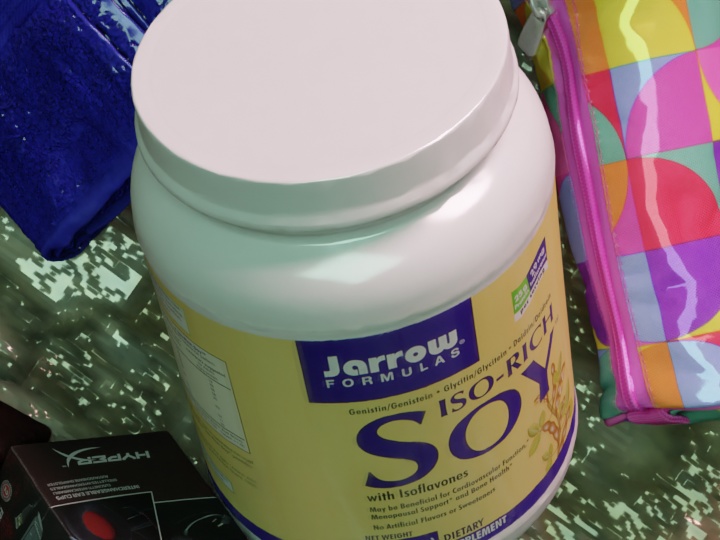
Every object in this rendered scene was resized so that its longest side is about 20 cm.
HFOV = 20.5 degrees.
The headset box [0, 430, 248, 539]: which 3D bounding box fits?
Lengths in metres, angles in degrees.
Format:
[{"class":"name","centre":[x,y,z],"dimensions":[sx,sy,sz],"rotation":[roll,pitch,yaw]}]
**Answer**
[{"class":"headset box","centre":[-0.073,0.178,0.708],"dimensions":[0.200,0.075,0.149],"rotation":[48,125,36]}]

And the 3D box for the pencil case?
[{"class":"pencil case","centre":[0.110,-0.039,0.772],"dimensions":[0.088,0.088,0.201],"rotation":[-15,89,2]}]

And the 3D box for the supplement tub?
[{"class":"supplement tub","centre":[0.000,0.000,0.701],"dimensions":[0.145,0.200,0.146],"rotation":[-6,45,6]}]

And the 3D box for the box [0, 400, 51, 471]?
[{"class":"box","centre":[-0.235,0.097,0.726],"dimensions":[0.164,0.200,0.166],"rotation":[28,91,1]}]

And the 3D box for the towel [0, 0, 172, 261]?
[{"class":"towel","centre":[-0.146,-0.109,0.762],"dimensions":[0.200,0.050,0.148],"rotation":[49,131,2]}]
